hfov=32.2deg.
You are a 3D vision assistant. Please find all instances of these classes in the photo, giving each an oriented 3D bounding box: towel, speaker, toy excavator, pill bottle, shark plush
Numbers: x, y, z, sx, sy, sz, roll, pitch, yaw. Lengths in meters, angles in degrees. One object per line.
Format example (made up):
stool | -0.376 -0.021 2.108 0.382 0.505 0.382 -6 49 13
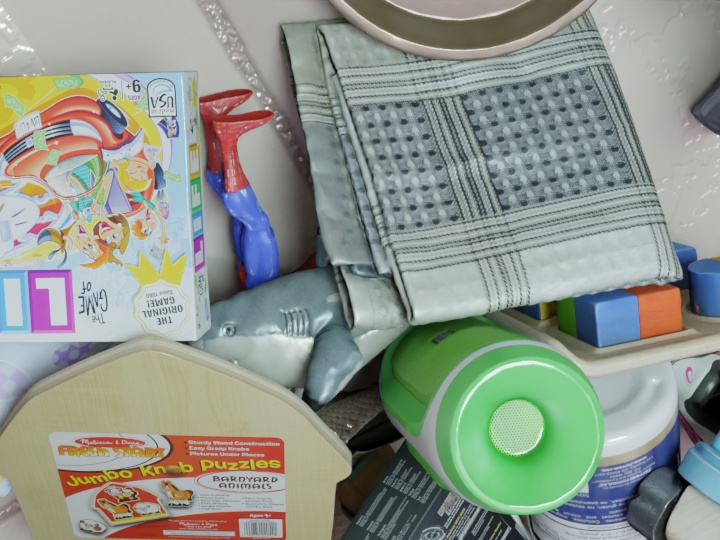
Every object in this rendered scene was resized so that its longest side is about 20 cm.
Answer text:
towel | 0.065 -0.067 0.697 0.200 0.193 0.035 -9 162 -14
speaker | 0.062 0.069 0.662 0.088 0.200 0.089 -1 94 -8
toy excavator | 0.296 0.117 0.809 0.194 0.100 0.200 20 102 -46
pill bottle | 0.167 0.143 0.870 0.111 0.111 0.200 -21 131 -8
shark plush | 0.000 0.000 0.695 0.200 0.091 0.083 -41 90 2

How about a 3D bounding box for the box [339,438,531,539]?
box | 0.025 0.225 0.775 0.200 0.043 0.160 -56 138 -16

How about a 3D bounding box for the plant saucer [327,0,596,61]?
plant saucer | 0.056 -0.213 0.668 0.200 0.029 0.200 -1 113 -2

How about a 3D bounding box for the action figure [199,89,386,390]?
action figure | -0.036 -0.009 0.749 0.099 0.065 0.200 -11 118 -16

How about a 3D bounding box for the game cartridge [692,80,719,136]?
game cartridge | 0.264 -0.126 0.721 0.038 0.200 0.130 36 100 -5

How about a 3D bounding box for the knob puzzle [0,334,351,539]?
knob puzzle | -0.103 0.096 0.685 0.219 0.030 0.220 1 138 0

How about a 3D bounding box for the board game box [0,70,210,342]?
board game box | -0.180 -0.032 0.636 0.200 0.034 0.135 -1 100 6

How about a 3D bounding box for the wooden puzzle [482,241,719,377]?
wooden puzzle | 0.175 0.014 0.773 0.200 0.185 0.046 -6 100 -15

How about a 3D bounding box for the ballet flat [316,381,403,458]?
ballet flat | 0.036 0.085 0.814 0.200 0.046 0.067 -19 128 -27

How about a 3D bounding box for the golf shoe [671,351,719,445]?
golf shoe | 0.274 0.109 0.907 0.200 0.092 0.073 30 97 -32

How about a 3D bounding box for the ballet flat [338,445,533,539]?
ballet flat | 0.076 0.178 0.891 0.200 0.069 0.063 29 91 -31

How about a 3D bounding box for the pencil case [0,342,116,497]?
pencil case | -0.183 0.037 0.708 0.091 0.083 0.200 40 100 -8
